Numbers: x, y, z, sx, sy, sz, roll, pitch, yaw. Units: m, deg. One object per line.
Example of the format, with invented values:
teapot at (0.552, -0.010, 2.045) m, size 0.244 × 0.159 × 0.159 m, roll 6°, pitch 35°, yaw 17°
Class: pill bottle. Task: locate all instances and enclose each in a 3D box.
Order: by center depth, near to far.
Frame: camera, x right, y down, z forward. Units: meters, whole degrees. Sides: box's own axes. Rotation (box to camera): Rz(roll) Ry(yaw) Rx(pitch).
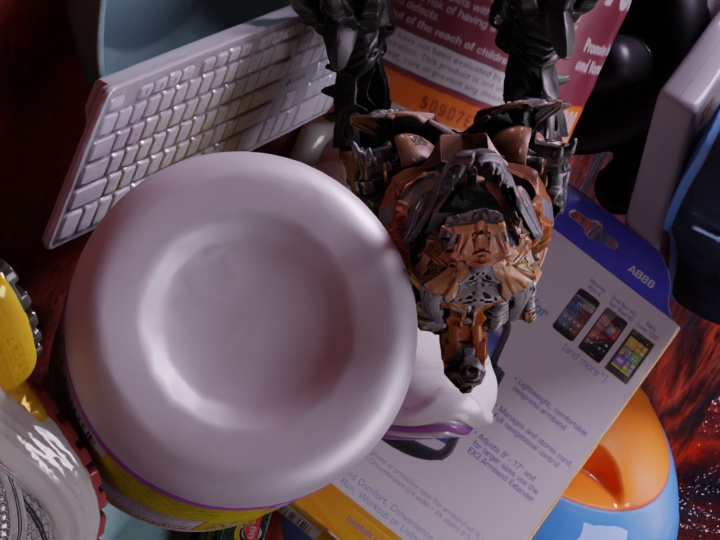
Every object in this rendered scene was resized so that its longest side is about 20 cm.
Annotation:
pill bottle at (-0.049, 0.031, 0.707) m, size 0.105 × 0.104 × 0.200 m, roll -60°, pitch -176°, yaw -13°
pill bottle at (0.062, -0.145, 0.838) m, size 0.201 × 0.114 × 0.114 m, roll -66°, pitch 164°, yaw 12°

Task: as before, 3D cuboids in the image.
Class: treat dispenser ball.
treat dispenser ball at (0.059, 0.116, 1.080) m, size 0.201 × 0.200 × 0.201 m, roll -55°, pitch 162°, yaw -27°

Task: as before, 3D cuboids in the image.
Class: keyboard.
keyboard at (-0.043, -0.056, 0.709) m, size 0.200 × 0.011 × 0.057 m, roll -33°, pitch 147°, yaw -61°

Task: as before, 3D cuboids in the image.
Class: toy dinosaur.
toy dinosaur at (0.025, -0.028, 0.712) m, size 0.200 × 0.102 × 0.137 m, roll 171°, pitch -84°, yaw -68°

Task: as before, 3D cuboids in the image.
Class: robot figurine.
robot figurine at (0.120, -0.121, 1.038) m, size 0.151 × 0.124 × 0.200 m, roll -62°, pitch 165°, yaw 17°

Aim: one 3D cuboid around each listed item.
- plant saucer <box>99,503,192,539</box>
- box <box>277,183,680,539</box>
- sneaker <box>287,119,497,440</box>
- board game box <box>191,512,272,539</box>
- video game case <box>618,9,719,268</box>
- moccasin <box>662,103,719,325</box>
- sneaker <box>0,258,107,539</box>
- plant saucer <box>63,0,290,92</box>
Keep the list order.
plant saucer at (-0.110, 0.125, 0.855) m, size 0.201 × 0.039 × 0.201 m, roll -56°, pitch 163°, yaw -27°
box at (0.053, 0.052, 0.972) m, size 0.200 × 0.119 × 0.041 m, roll -51°, pitch 177°, yaw -19°
sneaker at (0.000, 0.000, 0.840) m, size 0.200 × 0.074 × 0.100 m, roll -133°, pitch -130°, yaw -62°
board game box at (-0.072, 0.138, 0.934) m, size 0.105 × 0.023 × 0.201 m, roll -100°, pitch -156°, yaw -58°
video game case at (0.178, -0.077, 1.036) m, size 0.183 × 0.022 × 0.200 m, roll -52°, pitch 162°, yaw -29°
moccasin at (0.183, -0.025, 0.977) m, size 0.081 × 0.068 × 0.200 m, roll -58°, pitch 163°, yaw -9°
sneaker at (-0.134, 0.052, 0.627) m, size 0.082 × 0.078 × 0.200 m, roll -47°, pitch 152°, yaw -21°
plant saucer at (-0.040, -0.133, 0.680) m, size 0.200 × 0.036 × 0.200 m, roll -56°, pitch 163°, yaw -27°
